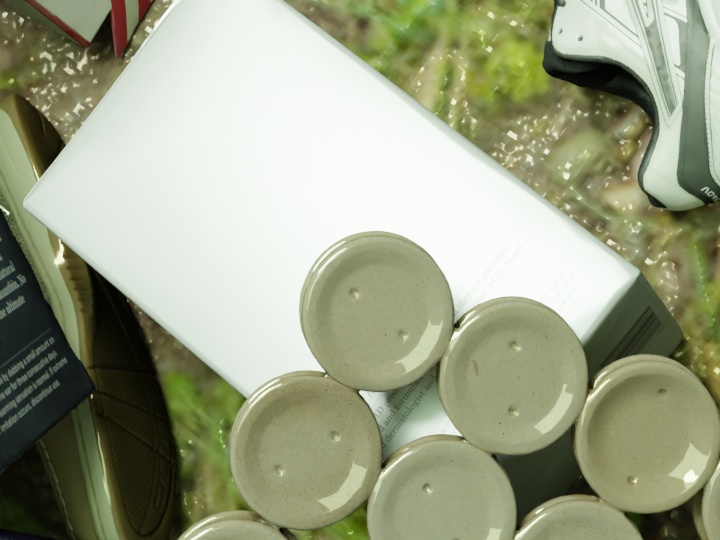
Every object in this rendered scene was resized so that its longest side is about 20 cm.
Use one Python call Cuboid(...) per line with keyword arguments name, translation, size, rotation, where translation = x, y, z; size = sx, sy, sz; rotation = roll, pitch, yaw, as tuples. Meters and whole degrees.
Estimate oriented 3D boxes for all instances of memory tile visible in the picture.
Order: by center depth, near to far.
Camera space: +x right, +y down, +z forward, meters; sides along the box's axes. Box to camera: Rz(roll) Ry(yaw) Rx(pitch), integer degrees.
Cuboid(name="memory tile", translation=(0.048, 0.088, 0.724), size=(0.199, 0.017, 0.154), rotation=(26, 92, -10))

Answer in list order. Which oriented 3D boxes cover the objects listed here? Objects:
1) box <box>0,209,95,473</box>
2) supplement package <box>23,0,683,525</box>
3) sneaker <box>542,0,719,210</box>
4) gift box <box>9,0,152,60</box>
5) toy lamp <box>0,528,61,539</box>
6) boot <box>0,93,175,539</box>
Cuboid(name="box", translation=(-0.234, 0.007, 0.770), size=(0.199, 0.123, 0.200), rotation=(-25, 96, 16))
Cuboid(name="supplement package", translation=(0.000, 0.000, 0.816), size=(0.200, 0.121, 0.120), rotation=(38, 90, 19))
Cuboid(name="sneaker", translation=(0.097, -0.115, 0.837), size=(0.087, 0.076, 0.201), rotation=(-30, 71, 8))
Cuboid(name="gift box", translation=(-0.156, -0.196, 0.881), size=(0.186, 0.184, 0.201), rotation=(27, 90, 29))
Cuboid(name="toy lamp", translation=(-0.062, 0.149, 0.806), size=(0.199, 0.058, 0.059), rotation=(25, 86, 3))
Cuboid(name="boot", translation=(-0.165, 0.047, 0.883), size=(0.154, 0.072, 0.201), rotation=(-25, 68, 10))
